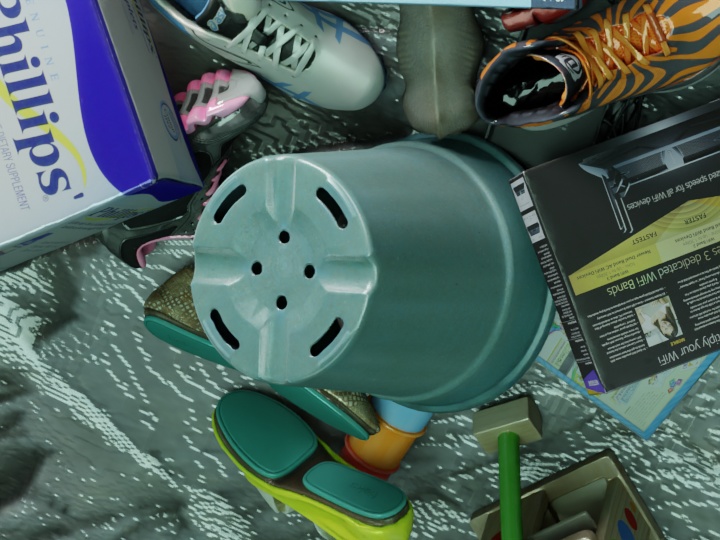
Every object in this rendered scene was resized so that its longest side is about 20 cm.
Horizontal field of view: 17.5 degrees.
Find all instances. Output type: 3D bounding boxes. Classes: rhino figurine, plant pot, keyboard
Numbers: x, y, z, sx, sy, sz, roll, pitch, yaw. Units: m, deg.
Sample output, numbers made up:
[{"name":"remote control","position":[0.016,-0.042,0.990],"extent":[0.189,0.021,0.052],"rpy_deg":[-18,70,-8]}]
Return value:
[{"name":"rhino figurine","position":[0.053,-0.184,1.592],"extent":[0.060,0.087,0.201],"rpy_deg":[-1,111,13]},{"name":"plant pot","position":[0.000,0.000,1.578],"extent":[0.200,0.196,0.201],"rpy_deg":[-1,89,35]},{"name":"keyboard","position":[0.150,-0.116,1.629],"extent":[0.104,0.040,0.201],"rpy_deg":[24,108,14]}]

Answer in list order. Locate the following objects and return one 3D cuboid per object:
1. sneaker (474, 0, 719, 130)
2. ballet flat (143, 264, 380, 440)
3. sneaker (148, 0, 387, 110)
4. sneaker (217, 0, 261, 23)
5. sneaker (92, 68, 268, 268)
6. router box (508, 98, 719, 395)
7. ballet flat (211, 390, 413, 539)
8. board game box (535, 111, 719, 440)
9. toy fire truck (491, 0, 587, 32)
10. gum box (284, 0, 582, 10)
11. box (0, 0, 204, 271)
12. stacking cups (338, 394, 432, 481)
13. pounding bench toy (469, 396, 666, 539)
[{"name":"sneaker","position":[0.165,-0.138,1.538],"extent":[0.200,0.112,0.078],"rpy_deg":[-28,90,21]},{"name":"ballet flat","position":[-0.063,0.053,1.715],"extent":[0.200,0.071,0.065],"rpy_deg":[28,70,8]},{"name":"sneaker","position":[-0.074,-0.169,1.636],"extent":[0.200,0.073,0.072],"rpy_deg":[32,113,-2]},{"name":"sneaker","position":[-0.059,-0.268,1.571],"extent":[0.093,0.070,0.201],"rpy_deg":[-2,85,5]},{"name":"sneaker","position":[-0.126,-0.068,1.688],"extent":[0.200,0.079,0.095],"rpy_deg":[-34,107,34]},{"name":"router box","position":[0.220,-0.024,1.568],"extent":[0.199,0.052,0.158],"rpy_deg":[-20,88,-9]},{"name":"ballet flat","position":[-0.038,0.160,1.726],"extent":[0.200,0.067,0.067],"rpy_deg":[30,138,37]},{"name":"board game box","position":[0.210,0.006,1.659],"extent":[0.134,0.034,0.200],"rpy_deg":[36,114,-3]},{"name":"toy fire truck","position":[0.134,-0.269,1.552],"extent":[0.141,0.049,0.201],"rpy_deg":[-13,102,19]},{"name":"gum box","position":[0.046,-0.257,1.513],"extent":[0.199,0.045,0.171],"rpy_deg":[3,98,11]},{"name":"box","position":[-0.236,-0.107,1.598],"extent":[0.199,0.105,0.185],"rpy_deg":[-22,84,13]},{"name":"stacking cups","position":[0.036,0.092,1.717],"extent":[0.060,0.061,0.200],"rpy_deg":[30,114,0]},{"name":"pounding bench toy","position":[0.131,0.206,1.688],"extent":[0.124,0.156,0.200],"rpy_deg":[-27,103,21]}]
